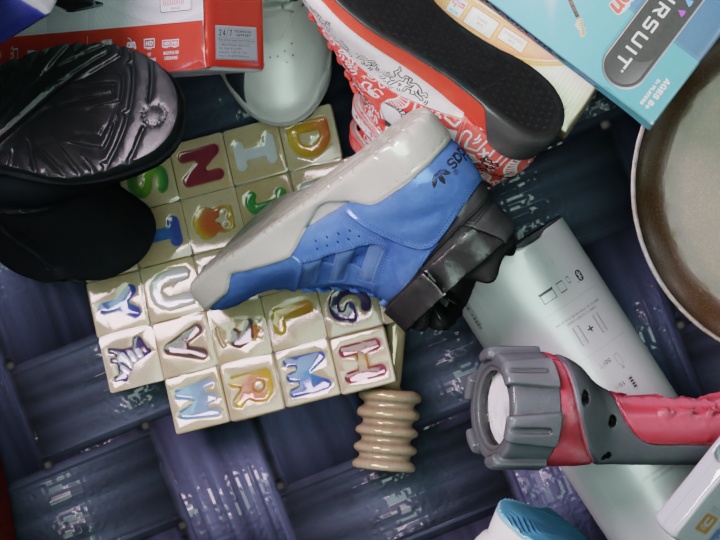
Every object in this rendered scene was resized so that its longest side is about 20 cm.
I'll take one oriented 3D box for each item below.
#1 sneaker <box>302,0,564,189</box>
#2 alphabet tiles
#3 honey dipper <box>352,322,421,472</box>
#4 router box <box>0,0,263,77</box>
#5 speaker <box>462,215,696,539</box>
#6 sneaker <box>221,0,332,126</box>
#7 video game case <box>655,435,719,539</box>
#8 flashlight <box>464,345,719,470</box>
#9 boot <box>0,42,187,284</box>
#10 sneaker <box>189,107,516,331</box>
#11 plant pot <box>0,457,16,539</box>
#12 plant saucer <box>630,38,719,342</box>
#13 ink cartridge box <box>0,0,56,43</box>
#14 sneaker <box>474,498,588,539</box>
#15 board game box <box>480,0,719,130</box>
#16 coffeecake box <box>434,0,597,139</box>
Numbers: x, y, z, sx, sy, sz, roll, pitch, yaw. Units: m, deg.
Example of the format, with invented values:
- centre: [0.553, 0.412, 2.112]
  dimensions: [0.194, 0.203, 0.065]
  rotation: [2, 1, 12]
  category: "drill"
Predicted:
- centre: [0.007, -0.113, 1.492]
  dimensions: [0.201, 0.108, 0.067]
  rotation: [39, 49, -8]
  category: "sneaker"
- centre: [-0.061, -0.001, 1.564]
  dimensions: [0.200, 0.006, 0.167]
  rotation: [-14, 82, 8]
  category: "alphabet tiles"
- centre: [0.024, 0.016, 1.569]
  dimensions: [0.038, 0.038, 0.201]
  rotation: [6, 87, 2]
  category: "honey dipper"
- centre: [-0.143, -0.193, 1.482]
  dimensions: [0.200, 0.049, 0.180]
  rotation: [-1, 91, 40]
  category: "router box"
- centre: [0.136, 0.073, 1.540]
  dimensions: [0.081, 0.081, 0.200]
  rotation: [-33, 90, 2]
  category: "speaker"
- centre: [-0.059, -0.184, 1.515]
  dimensions: [0.079, 0.130, 0.200]
  rotation: [-1, 88, 4]
  category: "sneaker"
- centre: [0.275, 0.100, 1.488]
  dimensions: [0.182, 0.200, 0.022]
  rotation: [-52, 47, 9]
  category: "video game case"
- centre: [0.158, 0.075, 1.469]
  dimensions: [0.200, 0.068, 0.068]
  rotation: [0, 75, -21]
  category: "flashlight"
- centre: [-0.152, -0.054, 1.484]
  dimensions: [0.200, 0.168, 0.077]
  rotation: [-6, 69, 25]
  category: "boot"
- centre: [0.000, 0.001, 1.496]
  dimensions: [0.200, 0.077, 0.111]
  rotation: [-32, 102, 35]
  category: "sneaker"
- centre: [-0.284, 0.171, 1.510]
  dimensions: [0.200, 0.200, 0.177]
  rotation: [-23, 101, 2]
  category: "plant pot"
- centre: [0.250, -0.047, 1.510]
  dimensions: [0.200, 0.032, 0.201]
  rotation: [0, 91, 2]
  category: "plant saucer"
- centre: [-0.224, -0.137, 1.417]
  dimensions: [0.197, 0.200, 0.047]
  rotation: [-24, 127, 37]
  category: "ink cartridge box"
- centre: [0.100, 0.181, 1.493]
  dimensions: [0.076, 0.200, 0.081]
  rotation: [39, 96, 29]
  category: "sneaker"
- centre: [0.125, -0.198, 1.479]
  dimensions: [0.200, 0.047, 0.151]
  rotation: [37, 92, 4]
  category: "board game box"
- centre: [0.108, -0.201, 1.541]
  dimensions: [0.153, 0.073, 0.200]
  rotation: [33, 92, 3]
  category: "coffeecake box"
